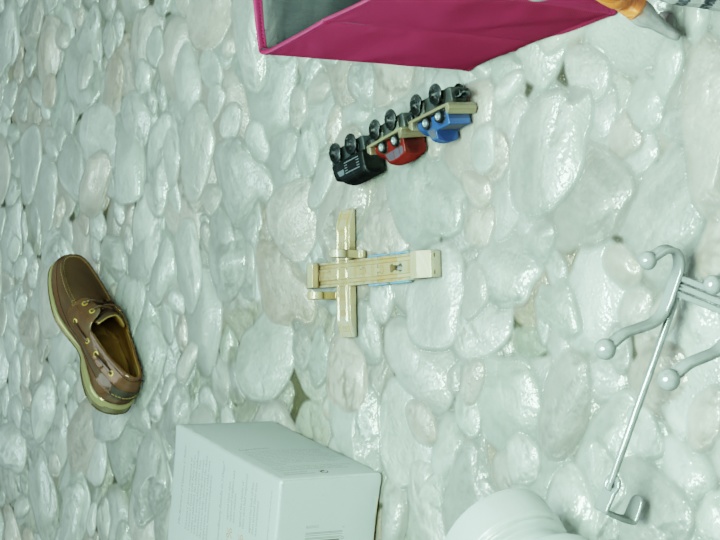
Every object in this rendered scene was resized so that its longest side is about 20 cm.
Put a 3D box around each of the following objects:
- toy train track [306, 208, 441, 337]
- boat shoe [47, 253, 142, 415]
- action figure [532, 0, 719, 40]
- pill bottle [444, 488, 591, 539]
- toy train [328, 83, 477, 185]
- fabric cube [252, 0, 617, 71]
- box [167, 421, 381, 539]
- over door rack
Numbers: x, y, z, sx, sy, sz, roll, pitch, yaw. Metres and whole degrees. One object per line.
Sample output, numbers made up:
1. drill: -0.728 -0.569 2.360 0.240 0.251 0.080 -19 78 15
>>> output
1. toy train track: 0.000 0.000 1.556 0.200 0.033 0.115 -6 84 56
2. boat shoe: -0.288 0.060 1.981 0.068 0.072 0.200 -48 56 39
3. action figure: 0.170 -0.224 1.144 0.200 0.193 0.105 -54 47 42
4. pill bottle: 0.141 0.251 1.251 0.200 0.114 0.114 53 132 45
5. toy train: 0.033 -0.111 1.506 0.200 0.034 0.046 -25 72 55
6. fabric cube: 0.048 -0.270 1.334 0.200 0.199 0.196 -15 77 56
7. box: -0.084 0.232 1.613 0.200 0.106 0.152 19 105 56
8. over door rack: 0.217 0.097 1.166 0.148 0.067 0.200 27 112 55
